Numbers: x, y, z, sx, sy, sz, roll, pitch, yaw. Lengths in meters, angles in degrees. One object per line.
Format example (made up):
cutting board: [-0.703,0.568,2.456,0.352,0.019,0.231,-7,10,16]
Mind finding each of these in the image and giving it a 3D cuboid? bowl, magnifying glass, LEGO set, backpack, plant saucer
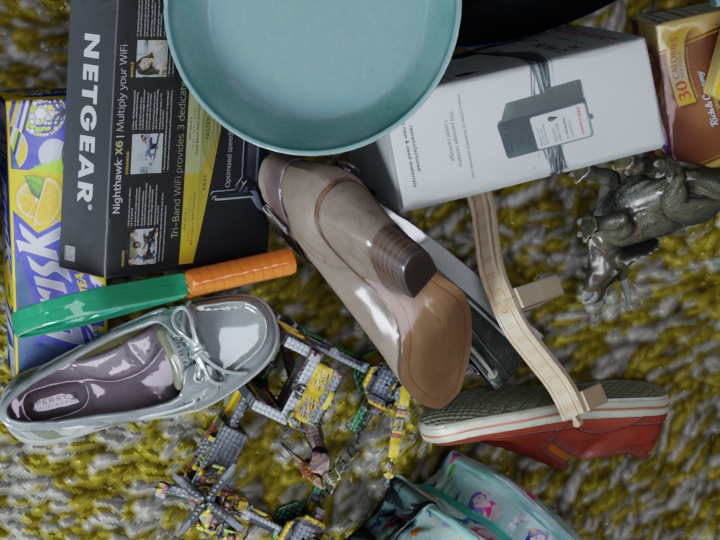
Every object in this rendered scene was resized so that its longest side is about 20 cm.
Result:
bowl: [0.122,-0.208,1.541,0.199,0.201,0.040,-15,78,-11]
magnifying glass: [-0.140,0.016,1.517,0.199,0.080,0.023,-15,85,-17]
LEGO set: [-0.043,0.127,1.604,0.153,0.116,0.201,36,91,-18]
backpack: [0.093,0.234,1.617,0.177,0.200,0.151,43,89,-17]
plant saucer: [-0.031,-0.176,1.476,0.198,0.036,0.202,0,90,6]

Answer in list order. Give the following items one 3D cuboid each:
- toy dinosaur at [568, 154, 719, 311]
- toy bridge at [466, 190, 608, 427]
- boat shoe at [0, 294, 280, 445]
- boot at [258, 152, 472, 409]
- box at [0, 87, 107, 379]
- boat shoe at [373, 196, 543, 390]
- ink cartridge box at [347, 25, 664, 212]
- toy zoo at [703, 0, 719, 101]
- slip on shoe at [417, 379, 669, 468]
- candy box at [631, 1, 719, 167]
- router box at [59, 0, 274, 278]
toy dinosaur: [0.219,-0.054,1.625,0.200,0.077,0.102,-36,147,32]
toy bridge: [0.120,0.020,1.619,0.027,0.067,0.201,-26,83,34]
boat shoe: [-0.150,0.069,1.519,0.201,0.065,0.075,-16,88,-6]
boot: [0.000,0.000,1.566,0.070,0.146,0.201,-41,144,-22]
box: [-0.216,-0.025,1.560,0.069,0.064,0.202,-3,102,-13]
boat shoe: [0.048,0.014,1.631,0.200,0.071,0.064,40,88,-19]
ink cartridge box: [0.097,-0.112,1.580,0.199,0.147,0.084,-14,103,-12]
toy zoo: [0.339,-0.161,1.638,0.199,0.020,0.132,24,94,-17]
slip on shoe: [0.139,0.121,1.677,0.198,0.074,0.062,-2,104,-19]
candy box: [0.311,-0.150,1.673,0.198,0.056,0.118,-13,104,-10]
router box: [-0.129,-0.101,1.534,0.157,0.052,0.202,-5,103,-47]
